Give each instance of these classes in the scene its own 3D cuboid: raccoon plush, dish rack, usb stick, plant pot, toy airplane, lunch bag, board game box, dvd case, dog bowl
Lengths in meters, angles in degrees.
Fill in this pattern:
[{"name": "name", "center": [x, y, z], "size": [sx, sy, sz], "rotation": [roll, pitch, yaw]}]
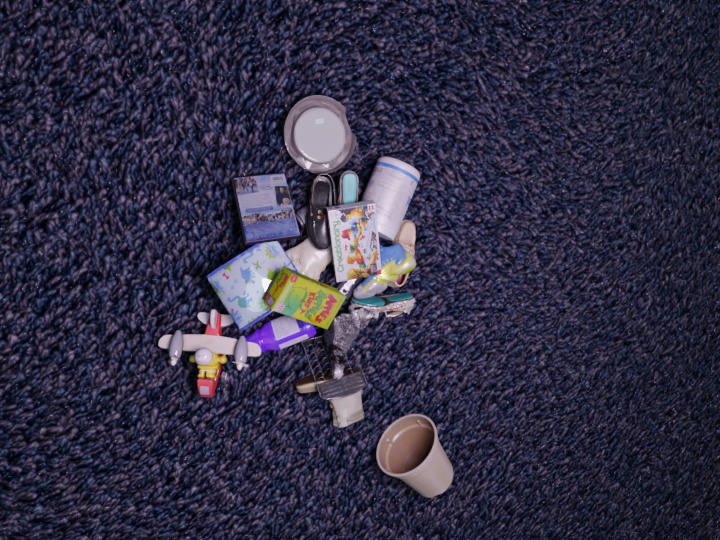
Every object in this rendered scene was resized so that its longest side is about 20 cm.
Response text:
[{"name": "raccoon plush", "center": [-0.025, 0.188, 1.487], "size": [0.133, 0.097, 0.202], "rotation": [2, 85, -25]}, {"name": "dish rack", "center": [-0.071, 0.249, 1.502], "size": [0.152, 0.055, 0.201], "rotation": [-14, 64, -18]}, {"name": "usb stick", "center": [-0.088, -0.185, 1.498], "size": [0.199, 0.033, 0.056], "rotation": [-33, 103, -13]}, {"name": "plant pot", "center": [0.176, 0.562, 1.613], "size": [0.200, 0.200, 0.184], "rotation": [-42, 119, -11]}, {"name": "toy airplane", "center": [-0.381, 0.197, 1.384], "size": [0.200, 0.141, 0.200], "rotation": [-39, 91, 0]}, {"name": "lunch bag", "center": [-0.260, 0.028, 1.400], "size": [0.199, 0.127, 0.171], "rotation": [-33, 95, 3]}, {"name": "board game box", "center": [-0.015, -0.075, 1.428], "size": [0.125, 0.035, 0.202], "rotation": [-11, 115, -8]}, {"name": "dvd case", "center": [-0.245, -0.162, 1.403], "size": [0.141, 0.018, 0.202], "rotation": [-9, 65, -17]}, {"name": "usb stick", "center": [0.000, 0.000, 1.558], "size": [0.055, 0.033, 0.200], "rotation": [42, 82, -19]}, {"name": "board game box", "center": [-0.136, 0.071, 1.370], "size": [0.199, 0.048, 0.102], "rotation": [26, 97, -46]}, {"name": "dog bowl", "center": [-0.113, -0.360, 1.465], "size": [0.198, 0.059, 0.202], "rotation": [-2, 96, -20]}]

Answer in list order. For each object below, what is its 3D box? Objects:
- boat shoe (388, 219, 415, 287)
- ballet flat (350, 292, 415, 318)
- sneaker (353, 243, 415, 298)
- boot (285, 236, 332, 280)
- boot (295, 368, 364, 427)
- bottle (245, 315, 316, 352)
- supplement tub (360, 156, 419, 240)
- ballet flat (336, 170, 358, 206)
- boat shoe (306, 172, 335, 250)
[{"name": "boat shoe", "center": [0.127, -0.046, 1.578], "size": [0.073, 0.069, 0.202], "rotation": [11, 92, -20]}, {"name": "ballet flat", "center": [0.066, 0.106, 1.575], "size": [0.198, 0.076, 0.065], "rotation": [-2, 113, -16]}, {"name": "sneaker", "center": [0.053, -0.005, 1.534], "size": [0.199, 0.076, 0.106], "rotation": [-30, 70, 6]}, {"name": "boot", "center": [-0.115, 0.005, 1.488], "size": [0.154, 0.072, 0.201], "rotation": [-37, 99, -12]}, {"name": "boot", "center": [-0.083, 0.369, 1.551], "size": [0.198, 0.072, 0.156], "rotation": [-6, 100, -19]}, {"name": "bottle", "center": [-0.222, 0.171, 1.469], "size": [0.198, 0.084, 0.066], "rotation": [-22, 140, -4]}, {"name": "supplement tub", "center": [0.072, -0.199, 1.510], "size": [0.131, 0.132, 0.202], "rotation": [22, 89, -20]}, {"name": "ballet flat", "center": [-0.035, -0.166, 1.459], "size": [0.067, 0.067, 0.202], "rotation": [5, 102, -13]}, {"name": "boat shoe", "center": [-0.102, -0.155, 1.437], "size": [0.073, 0.063, 0.204], "rotation": [2, 84, -13]}]
